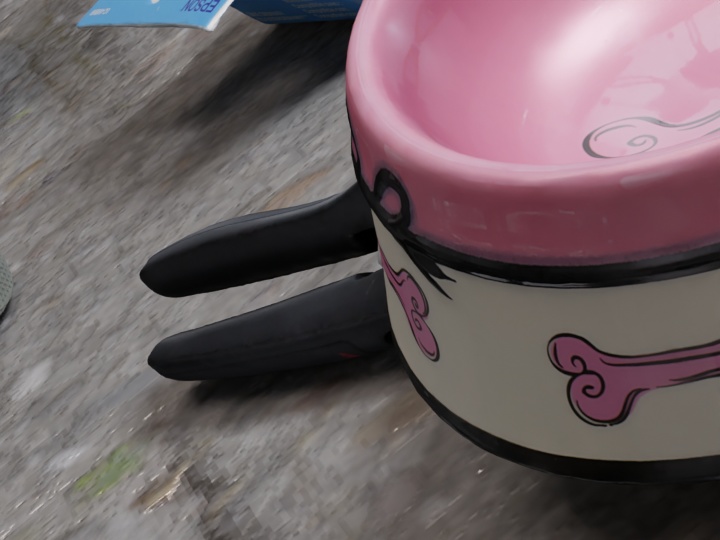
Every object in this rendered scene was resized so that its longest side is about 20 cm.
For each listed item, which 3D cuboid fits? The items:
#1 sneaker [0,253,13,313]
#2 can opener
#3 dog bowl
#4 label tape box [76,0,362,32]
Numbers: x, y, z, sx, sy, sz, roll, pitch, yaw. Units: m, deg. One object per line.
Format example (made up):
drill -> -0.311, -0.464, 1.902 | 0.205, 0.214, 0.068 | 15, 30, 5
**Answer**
sneaker -> -0.186, 0.041, 0.960 | 0.080, 0.070, 0.200 | -38, 12, 18
can opener -> 0.000, 0.000, 0.752 | 0.200, 0.079, 0.063 | -22, 64, 45
dog bowl -> 0.085, -0.048, 0.594 | 0.200, 0.074, 0.200 | -19, 36, 14
label tape box -> -0.003, -0.143, 1.039 | 0.200, 0.066, 0.143 | -47, 21, -15
